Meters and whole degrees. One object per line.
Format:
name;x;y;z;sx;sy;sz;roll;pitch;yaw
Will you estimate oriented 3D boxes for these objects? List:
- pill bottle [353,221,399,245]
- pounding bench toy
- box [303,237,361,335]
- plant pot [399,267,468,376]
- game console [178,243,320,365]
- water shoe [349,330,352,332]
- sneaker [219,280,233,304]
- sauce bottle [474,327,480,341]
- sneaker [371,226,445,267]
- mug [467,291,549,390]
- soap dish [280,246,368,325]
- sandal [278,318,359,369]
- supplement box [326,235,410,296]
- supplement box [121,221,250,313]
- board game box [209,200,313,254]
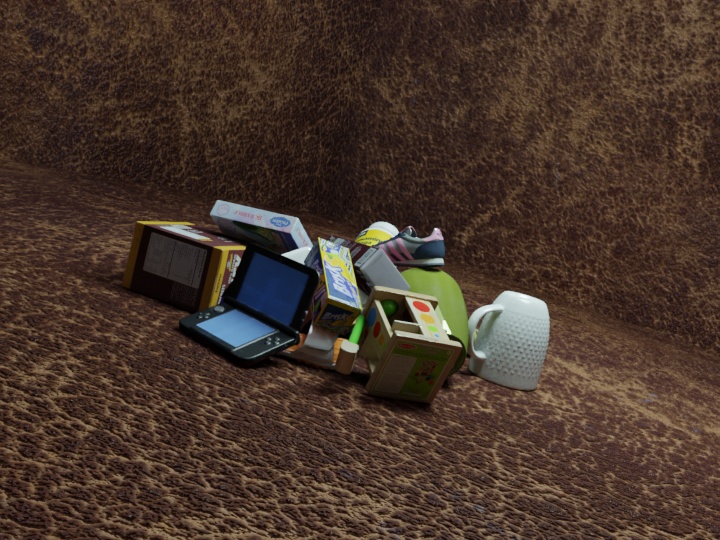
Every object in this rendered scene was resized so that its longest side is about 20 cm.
pill bottle;0.027;-0.025;1.879;0.112;0.113;0.200;16;35;8
pounding bench toy;0.038;0.112;1.409;0.199;0.125;0.156;11;30;-24
box;-0.052;0.026;1.517;0.070;0.064;0.200;20;29;-21
plant pot;0.135;0.117;1.622;0.186;0.188;0.200;13;19;-14
game console;-0.191;0.052;1.421;0.172;0.119;0.199;-21;31;-40
water shoe;-0.094;0.073;1.770;0.199;0.079;0.071;20;9;28
sneaker;-0.166;0.074;1.535;0.199;0.100;0.070;20;9;10
sauce bottle;0.237;0.155;1.884;0.199;0.065;0.065;8;11;-34
sneaker;0.080;-0.050;1.720;0.199;0.083;0.070;3;-1;23
mug;0.295;0.135;1.726;0.199;0.177;0.147;10;9;-32
soap dish;-0.086;0.048;1.608;0.200;0.081;0.157;39;27;15
sandal;-0.100;0.117;1.457;0.205;0.060;0.079;11;33;-6
supplement box;0.000;0.000;1.658;0.109;0.061;0.200;52;-17;-27
supplement box;-0.327;-0.007;1.686;0.199;0.134;0.197;18;8;18
board game box;-0.191;-0.057;1.765;0.198;0.041;0.200;14;-27;25
